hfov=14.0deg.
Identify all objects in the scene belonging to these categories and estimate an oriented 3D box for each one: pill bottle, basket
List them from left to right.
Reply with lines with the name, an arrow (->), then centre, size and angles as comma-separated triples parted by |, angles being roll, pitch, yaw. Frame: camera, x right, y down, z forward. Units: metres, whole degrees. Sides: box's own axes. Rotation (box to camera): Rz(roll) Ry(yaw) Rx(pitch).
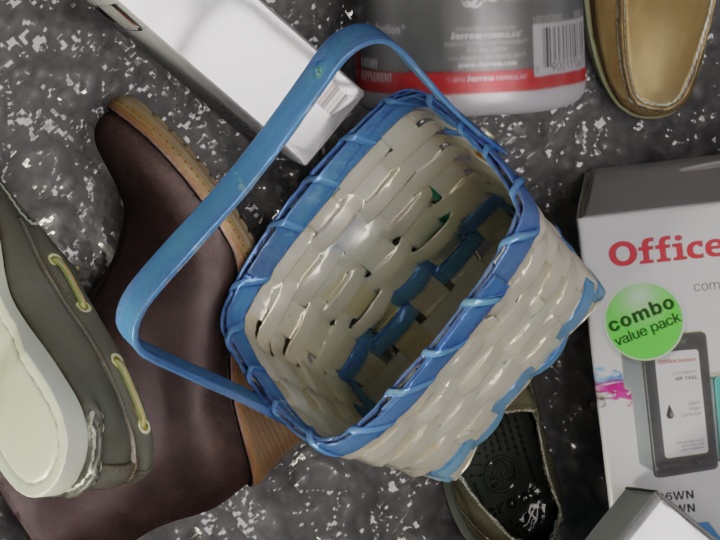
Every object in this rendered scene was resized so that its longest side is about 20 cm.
basket -> 0.000, 0.000, 1.341 | 0.176, 0.139, 0.200 | -48, 139, 4
pill bottle -> 0.050, -0.179, 1.421 | 0.113, 0.114, 0.201 | -6, 99, -18

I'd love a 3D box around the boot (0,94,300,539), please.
boot -> -0.121, 0.036, 1.418 | 0.166, 0.072, 0.201 | -32, 105, -10

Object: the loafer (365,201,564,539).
loafer -> 0.059, 0.057, 1.482 | 0.075, 0.070, 0.201 | -29, 106, -12

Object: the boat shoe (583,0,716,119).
boat shoe -> 0.154, -0.174, 1.476 | 0.071, 0.076, 0.201 | -4, 100, -18

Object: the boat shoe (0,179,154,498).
boat shoe -> -0.157, 0.022, 1.364 | 0.060, 0.202, 0.072 | 3, 135, -40

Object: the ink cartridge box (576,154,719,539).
ink cartridge box -> 0.191, 0.049, 1.463 | 0.146, 0.146, 0.201 | -7, 101, 9

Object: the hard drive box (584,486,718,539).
hard drive box -> 0.128, 0.226, 1.364 | 0.156, 0.077, 0.200 | 40, 84, -3

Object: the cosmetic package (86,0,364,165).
cosmetic package -> -0.095, -0.133, 1.397 | 0.200, 0.083, 0.051 | 41, 87, -19
